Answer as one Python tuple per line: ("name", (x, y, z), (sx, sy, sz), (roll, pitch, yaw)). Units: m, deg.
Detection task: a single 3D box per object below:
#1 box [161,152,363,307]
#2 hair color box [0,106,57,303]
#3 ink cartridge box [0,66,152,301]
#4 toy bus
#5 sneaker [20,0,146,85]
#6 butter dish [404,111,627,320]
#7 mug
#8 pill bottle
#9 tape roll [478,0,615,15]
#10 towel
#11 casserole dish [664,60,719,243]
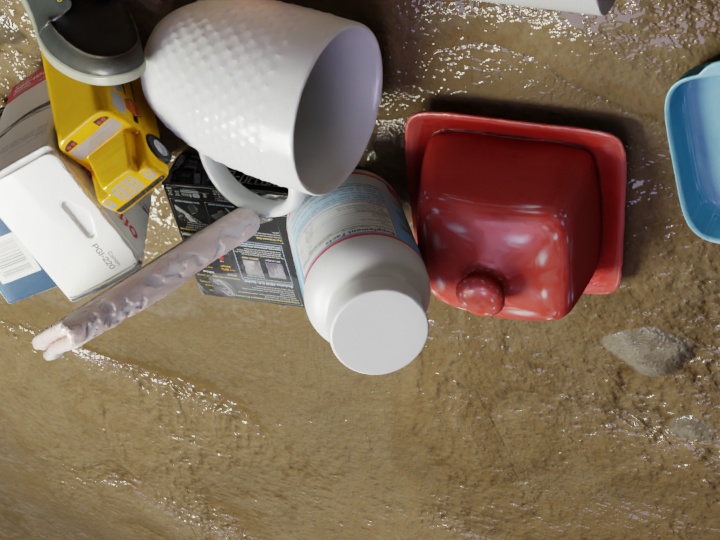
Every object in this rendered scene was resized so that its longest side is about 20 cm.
("box", (-0.082, -0.035, 1.340), (0.199, 0.050, 0.158), (6, 136, 21))
("hair color box", (-0.329, -0.072, 1.305), (0.060, 0.200, 0.100), (-19, 128, 8))
("ink cartridge box", (-0.265, -0.090, 1.246), (0.085, 0.200, 0.146), (-28, 121, 12))
("toy bus", (-0.227, -0.148, 1.178), (0.065, 0.200, 0.078), (-34, 141, 19))
("sneaker", (-0.242, -0.243, 1.121), (0.200, 0.075, 0.106), (49, 148, 33))
("butter dish", (0.122, -0.022, 1.179), (0.199, 0.148, 0.200), (9, 136, 18))
("mug", (-0.092, -0.136, 1.157), (0.175, 0.148, 0.201), (19, 129, 24))
("pill bottle", (0.000, 0.000, 1.162), (0.108, 0.200, 0.109), (-5, 122, -8))
("tape roll", (0.108, -0.275, 0.879), (0.139, 0.203, 0.203), (10, 137, 17))
("towel", (-0.199, 0.015, 1.226), (0.032, 0.200, 0.191), (57, 157, -6))
("casserole dish", (0.316, -0.098, 1.089), (0.121, 0.039, 0.200), (0, 133, 26))
